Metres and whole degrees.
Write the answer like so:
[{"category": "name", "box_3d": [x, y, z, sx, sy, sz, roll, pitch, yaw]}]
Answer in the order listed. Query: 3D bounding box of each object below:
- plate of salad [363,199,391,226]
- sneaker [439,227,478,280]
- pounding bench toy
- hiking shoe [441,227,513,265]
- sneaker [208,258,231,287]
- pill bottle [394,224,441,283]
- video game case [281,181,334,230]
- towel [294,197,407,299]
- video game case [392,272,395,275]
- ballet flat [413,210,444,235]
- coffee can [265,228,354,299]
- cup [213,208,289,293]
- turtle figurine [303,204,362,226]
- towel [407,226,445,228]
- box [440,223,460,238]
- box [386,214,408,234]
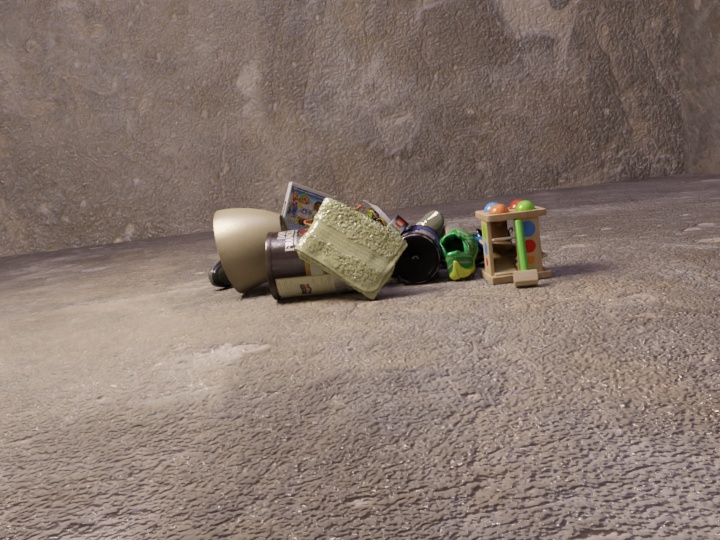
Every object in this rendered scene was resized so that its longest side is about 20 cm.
[{"category": "plate of salad", "box_3d": [0.064, -0.106, 1.920, 0.048, 0.200, 0.200, -39, 12, -3]}, {"category": "sneaker", "box_3d": [0.219, -0.055, 1.579, 0.074, 0.084, 0.200, -17, 23, 13]}, {"category": "pounding bench toy", "box_3d": [0.316, -0.060, 1.445, 0.123, 0.157, 0.200, -6, 9, -1]}, {"category": "hiking shoe", "box_3d": [0.268, -0.057, 1.685, 0.198, 0.088, 0.074, -3, 10, 25]}, {"category": "sneaker", "box_3d": [-0.287, -0.004, 1.806, 0.114, 0.077, 0.199, -8, 1, 38]}, {"category": "pill bottle", "box_3d": [0.130, -0.044, 1.613, 0.111, 0.113, 0.200, -5, 10, 10]}, {"category": "video game case", "box_3d": [-0.151, -0.119, 1.902, 0.142, 0.202, 0.018, 16, -5, -35]}, {"category": "towel", "box_3d": [-0.019, -0.049, 1.438, 0.199, 0.149, 0.037, 30, -8, 9]}, {"category": "video game case", "box_3d": [0.000, 0.000, 1.739, 0.199, 0.023, 0.182, -12, 10, -28]}, {"category": "ballet flat", "box_3d": [0.136, -0.072, 1.752, 0.063, 0.068, 0.200, -20, -20, -38]}, {"category": "coffee can", "box_3d": [-0.093, -0.020, 1.532, 0.198, 0.148, 0.146, -6, 9, 3]}, {"category": "cup", "box_3d": [-0.238, -0.062, 1.663, 0.142, 0.202, 0.200, -15, 8, 6]}, {"category": "turtle figurine", "box_3d": [-0.032, -0.134, 1.834, 0.199, 0.065, 0.161, -18, 39, -40]}, {"category": "towel", "box_3d": [0.178, -0.098, 1.927, 0.131, 0.035, 0.200, 1, 1, -6]}, {"category": "box", "box_3d": [0.196, -0.071, 1.792, 0.038, 0.042, 0.200, -9, -9, -19]}, {"category": "box", "box_3d": [0.054, -0.068, 1.643, 0.110, 0.035, 0.200, -50, 1, -4]}]
